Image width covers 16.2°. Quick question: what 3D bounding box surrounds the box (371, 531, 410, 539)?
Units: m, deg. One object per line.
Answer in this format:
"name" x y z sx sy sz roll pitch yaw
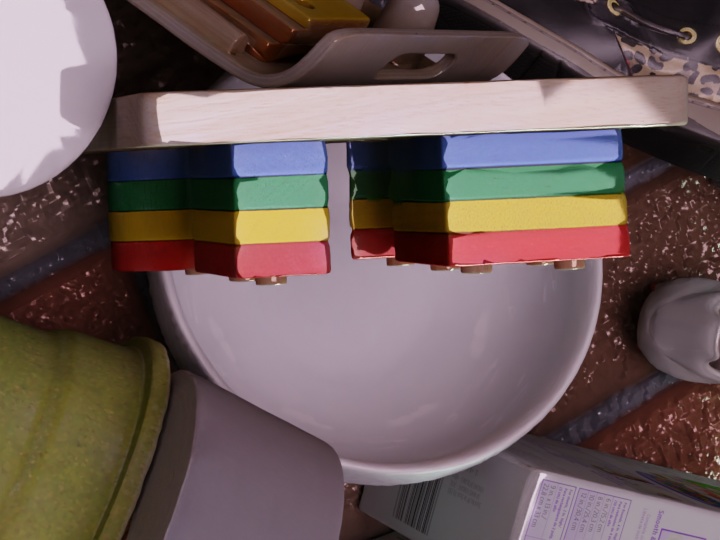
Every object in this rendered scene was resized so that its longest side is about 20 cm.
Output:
"box" -0.041 0.185 1.136 0.200 0.082 0.068 -18 108 -20

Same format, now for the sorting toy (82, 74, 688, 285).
"sorting toy" -0.004 -0.034 0.969 0.200 0.199 0.070 -4 93 -16

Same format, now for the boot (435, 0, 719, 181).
"boot" 0.138 -0.137 1.159 0.200 0.073 0.151 23 77 -3

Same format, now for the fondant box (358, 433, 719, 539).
"fondant box" 0.120 0.120 1.163 0.200 0.144 0.058 14 93 -27

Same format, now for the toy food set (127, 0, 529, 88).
"toy food set" -0.044 -0.136 0.991 0.143 0.200 0.060 -8 130 -58

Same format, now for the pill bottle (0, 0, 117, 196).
"pill bottle" -0.169 -0.088 0.956 0.113 0.200 0.113 -5 101 -24

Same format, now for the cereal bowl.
"cereal bowl" 0.000 0.000 1.099 0.200 0.083 0.200 5 71 -15

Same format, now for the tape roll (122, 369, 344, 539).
"tape roll" -0.085 0.141 0.971 0.066 0.200 0.200 29 87 -16

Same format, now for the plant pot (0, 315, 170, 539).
"plant pot" -0.203 0.074 0.991 0.184 0.200 0.200 30 86 -16

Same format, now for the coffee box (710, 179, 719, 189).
"coffee box" 0.261 -0.111 1.204 0.080 0.114 0.200 24 90 -27

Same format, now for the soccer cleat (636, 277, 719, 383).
"soccer cleat" 0.228 0.039 1.236 0.200 0.078 0.069 5 98 -26
